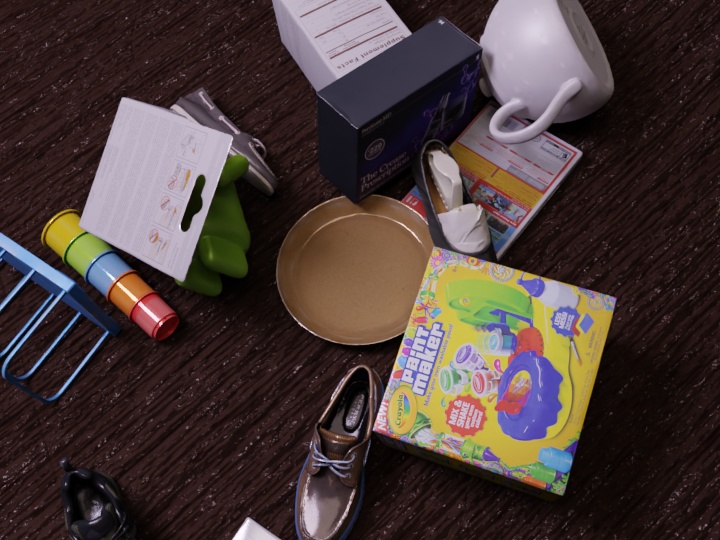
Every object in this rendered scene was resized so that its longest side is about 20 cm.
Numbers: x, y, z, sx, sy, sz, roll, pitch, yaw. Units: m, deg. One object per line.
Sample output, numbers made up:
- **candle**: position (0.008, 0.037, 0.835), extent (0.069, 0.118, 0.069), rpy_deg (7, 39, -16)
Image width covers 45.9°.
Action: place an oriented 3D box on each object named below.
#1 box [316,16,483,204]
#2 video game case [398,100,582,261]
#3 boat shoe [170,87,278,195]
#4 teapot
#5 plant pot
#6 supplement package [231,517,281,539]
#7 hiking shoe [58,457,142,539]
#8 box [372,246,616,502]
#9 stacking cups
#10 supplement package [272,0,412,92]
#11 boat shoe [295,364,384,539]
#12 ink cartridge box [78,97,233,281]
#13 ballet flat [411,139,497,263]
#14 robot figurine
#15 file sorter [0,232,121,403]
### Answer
- **box**: position (0.046, -0.193, 1.030), extent (0.200, 0.141, 0.079), rpy_deg (-36, 62, -21)
- **video game case**: position (0.163, -0.111, 1.063), extent (0.143, 0.017, 0.200), rpy_deg (35, 70, 19)
- **boat shoe**: position (-0.166, -0.173, 1.094), extent (0.200, 0.067, 0.057), rpy_deg (40, 77, 25)
- **teapot**: position (0.214, -0.258, 1.061), extent (0.146, 0.200, 0.198), rpy_deg (-26, 84, 28)
- **plant pot**: position (0.000, 0.000, 1.014), extent (0.199, 0.028, 0.201), rpy_deg (-2, 64, 4)
- **supplement package**: position (-0.054, 0.326, 0.754), extent (0.155, 0.200, 0.111), rpy_deg (28, 68, 18)
- **hiking shoe**: position (-0.252, 0.282, 0.849), extent (0.076, 0.101, 0.200), rpy_deg (-35, 66, -12)
- **box**: position (0.138, 0.109, 0.880), extent (0.192, 0.122, 0.201), rpy_deg (16, 75, 13)
- **stacking cups**: position (-0.294, 0.004, 1.019), extent (0.200, 0.061, 0.061), rpy_deg (36, 71, 18)
- **supplement package**: position (-0.019, -0.300, 1.118), extent (0.117, 0.117, 0.200), rpy_deg (-28, 65, -10)
- **boat shoe**: position (-0.027, 0.190, 0.893), extent (0.072, 0.072, 0.201), rpy_deg (10, 64, 10)
- **ink cartridge box**: position (-0.215, -0.091, 0.930), extent (0.200, 0.050, 0.163), rpy_deg (23, 95, 35)
- **ballet flat**: position (0.108, -0.071, 0.996), extent (0.068, 0.068, 0.200), rpy_deg (-16, 64, -14)
- **robot figurine**: position (-0.201, -0.071, 1.015), extent (0.175, 0.116, 0.200), rpy_deg (-33, 61, 23)
- **file sorter**: position (-0.406, 0.039, 0.966), extent (0.200, 0.139, 0.123), rpy_deg (31, 72, 18)
